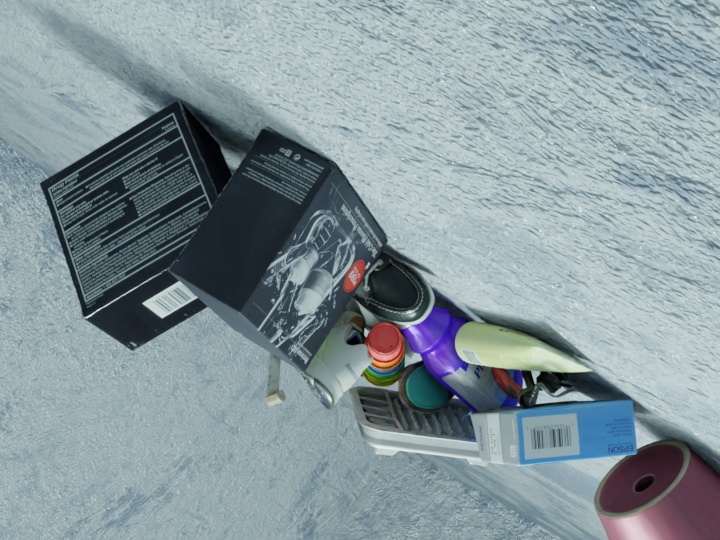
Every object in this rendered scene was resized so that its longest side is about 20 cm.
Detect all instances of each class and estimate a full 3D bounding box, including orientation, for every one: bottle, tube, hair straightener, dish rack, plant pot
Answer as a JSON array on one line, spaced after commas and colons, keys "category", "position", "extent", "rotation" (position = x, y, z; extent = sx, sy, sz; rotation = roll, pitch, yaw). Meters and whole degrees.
[{"category": "bottle", "position": [0.119, 0.103, 1.616], "extent": [0.065, 0.084, 0.200], "rotation": [-25, 123, 41]}, {"category": "tube", "position": [0.178, 0.090, 1.473], "extent": [0.200, 0.058, 0.052], "rotation": [6, 116, 65]}, {"category": "hair straightener", "position": [0.203, 0.121, 1.500], "extent": [0.200, 0.076, 0.041], "rotation": [-152, 41, -87]}, {"category": "dish rack", "position": [0.085, 0.200, 1.646], "extent": [0.198, 0.044, 0.172], "rotation": [7, -169, -8]}, {"category": "plant pot", "position": [0.368, 0.302, 1.489], "extent": [0.180, 0.200, 0.200], "rotation": [53, 166, -14]}]

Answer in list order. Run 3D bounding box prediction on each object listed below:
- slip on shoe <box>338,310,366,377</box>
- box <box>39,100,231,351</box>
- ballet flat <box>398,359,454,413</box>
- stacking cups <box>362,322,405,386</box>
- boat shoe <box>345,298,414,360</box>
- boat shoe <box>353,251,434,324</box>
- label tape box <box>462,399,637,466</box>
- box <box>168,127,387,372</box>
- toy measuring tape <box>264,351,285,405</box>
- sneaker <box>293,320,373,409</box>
[{"category": "slip on shoe", "position": [-0.027, 0.095, 1.702], "extent": [0.060, 0.077, 0.200], "rotation": [14, 171, 10]}, {"category": "box", "position": [-0.237, -0.051, 1.507], "extent": [0.199, 0.199, 0.123], "rotation": [65, -172, 29]}, {"category": "ballet flat", "position": [0.091, 0.143, 1.673], "extent": [0.067, 0.069, 0.199], "rotation": [-14, 179, 38]}, {"category": "stacking cups", "position": [0.028, 0.097, 1.608], "extent": [0.060, 0.061, 0.200], "rotation": [32, 167, 9]}, {"category": "boat shoe", "position": [0.028, 0.046, 1.704], "extent": [0.070, 0.064, 0.200], "rotation": [25, 166, 35]}, {"category": "boat shoe", "position": [0.000, 0.000, 1.535], "extent": [0.199, 0.076, 0.060], "rotation": [27, 175, 35]}, {"category": "label tape box", "position": [0.215, 0.188, 1.518], "extent": [0.142, 0.067, 0.200], "rotation": [-4, 173, -13]}, {"category": "box", "position": [-0.082, -0.016, 1.400], "extent": [0.104, 0.183, 0.200], "rotation": [29, 170, 27]}, {"category": "toy measuring tape", "position": [-0.077, 0.067, 1.520], "extent": [0.073, 0.202, 0.074], "rotation": [1, 154, 0]}, {"category": "sneaker", "position": [-0.042, 0.096, 1.566], "extent": [0.075, 0.087, 0.200], "rotation": [59, 173, -30]}]
